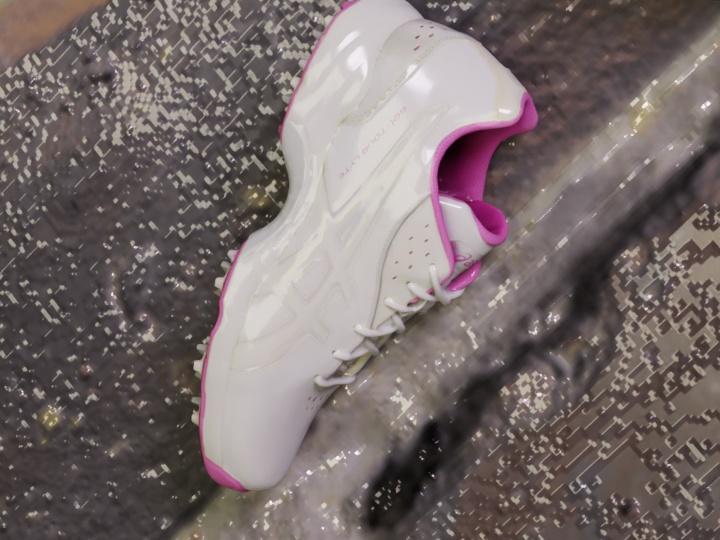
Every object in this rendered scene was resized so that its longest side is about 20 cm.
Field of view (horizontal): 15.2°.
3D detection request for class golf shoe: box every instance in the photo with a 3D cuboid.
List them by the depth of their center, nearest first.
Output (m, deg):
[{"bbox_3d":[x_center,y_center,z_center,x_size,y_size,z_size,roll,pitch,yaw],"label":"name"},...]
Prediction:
[{"bbox_3d":[0.000,0.000,1.017,0.091,0.075,0.201,24,104,17],"label":"golf shoe"}]
